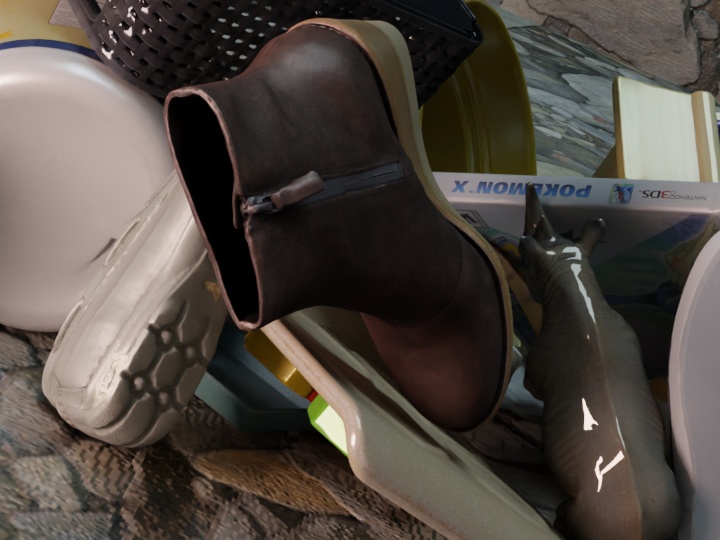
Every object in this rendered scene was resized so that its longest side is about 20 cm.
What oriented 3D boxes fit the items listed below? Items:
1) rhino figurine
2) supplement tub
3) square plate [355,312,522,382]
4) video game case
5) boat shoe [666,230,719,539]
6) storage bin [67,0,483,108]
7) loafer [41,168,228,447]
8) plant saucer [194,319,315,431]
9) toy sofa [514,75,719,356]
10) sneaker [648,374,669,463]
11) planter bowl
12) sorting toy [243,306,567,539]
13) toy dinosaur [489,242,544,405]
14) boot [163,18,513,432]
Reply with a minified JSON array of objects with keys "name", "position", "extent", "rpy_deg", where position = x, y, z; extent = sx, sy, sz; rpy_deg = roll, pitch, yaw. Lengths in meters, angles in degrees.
[{"name":"rhino figurine","position":[0.110,0.051,0.969],"extent":[0.060,0.201,0.087],"rpy_deg":[-12,-11,-4]},{"name":"supplement tub","position":[-0.144,-0.074,1.007],"extent":[0.144,0.145,0.200],"rpy_deg":[21,26,-8]},{"name":"square plate","position":[0.000,0.000,1.063],"extent":[0.200,0.028,0.198],"rpy_deg":[42,-7,7]},{"name":"video game case","position":[0.143,0.009,1.073],"extent":[0.182,0.022,0.200],"rpy_deg":[4,-28,33]},{"name":"boat shoe","position":[0.178,0.070,0.976],"extent":[0.071,0.201,0.070],"rpy_deg":[-5,14,-10]},{"name":"storage bin","position":[-0.050,-0.147,0.981],"extent":[0.200,0.094,0.135],"rpy_deg":[16,35,-50]},{"name":"loafer","position":[-0.075,-0.016,0.889],"extent":[0.070,0.200,0.070],"rpy_deg":[22,-18,43]},{"name":"plant saucer","position":[-0.098,0.028,1.027],"extent":[0.200,0.019,0.070],"rpy_deg":[36,19,35]},{"name":"toy sofa","position":[0.163,-0.021,1.228],"extent":[0.097,0.200,0.083],"rpy_deg":[14,53,-15]},{"name":"sneaker","position":[0.206,0.117,1.112],"extent":[0.200,0.075,0.088],"rpy_deg":[28,48,-60]},{"name":"planter bowl","position":[0.034,-0.057,1.172],"extent":[0.083,0.201,0.200],"rpy_deg":[-2,5,24]},{"name":"sorting toy","position":[0.014,0.074,0.933],"extent":[0.185,0.036,0.200],"rpy_deg":[37,9,-37]},{"name":"toy dinosaur","position":[0.115,0.053,1.056],"extent":[0.200,0.060,0.106],"rpy_deg":[58,-3,17]},{"name":"boot","position":[-0.010,-0.001,0.831],"extent":[0.072,0.200,0.166],"rpy_deg":[-10,13,31]}]
